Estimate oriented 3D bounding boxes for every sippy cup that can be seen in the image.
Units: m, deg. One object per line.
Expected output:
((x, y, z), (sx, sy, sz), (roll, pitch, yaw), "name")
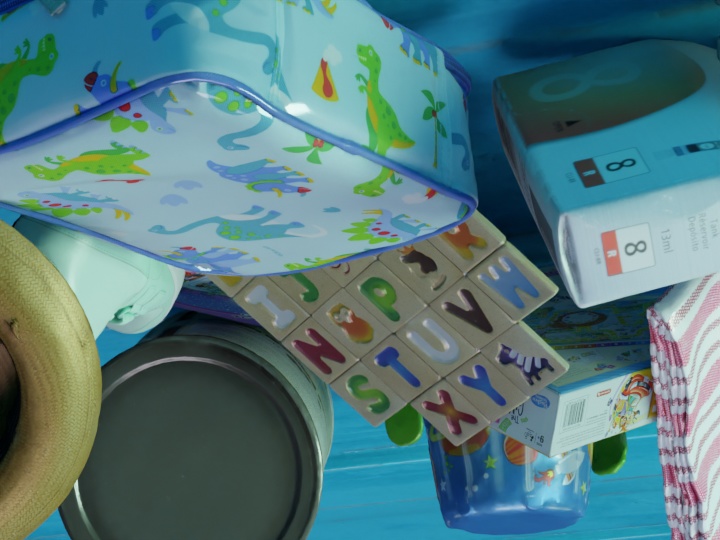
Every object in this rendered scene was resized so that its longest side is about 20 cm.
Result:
((0.099, 0.104, 1.299), (0.176, 0.132, 0.140), (-1, 163, -5), "sippy cup")

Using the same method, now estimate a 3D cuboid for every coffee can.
((-0.090, 0.101, 1.142), (0.145, 0.148, 0.200), (-2, -176, 2), "coffee can")

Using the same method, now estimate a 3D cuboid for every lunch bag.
((-0.061, -0.059, 0.782), (0.160, 0.083, 0.199), (-17, 157, 33), "lunch bag")

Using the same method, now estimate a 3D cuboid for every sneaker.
((-0.141, 0.014, 0.936), (0.073, 0.119, 0.201), (23, 159, 8), "sneaker")

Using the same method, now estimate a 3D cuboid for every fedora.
((-0.205, 0.033, 0.805), (0.198, 0.203, 0.082), (0, -156, -6), "fedora")

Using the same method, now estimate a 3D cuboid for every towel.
((0.212, 0.050, 1.031), (0.030, 0.146, 0.201), (29, 147, 37), "towel")

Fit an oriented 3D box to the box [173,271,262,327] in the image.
((-0.041, -0.008, 1.080), (0.136, 0.040, 0.199), (-18, 156, 41), "box")

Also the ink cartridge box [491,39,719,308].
((0.162, -0.060, 0.796), (0.198, 0.051, 0.162), (-18, -156, 2), "ink cartridge box")

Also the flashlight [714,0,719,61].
((0.238, -0.106, 0.761), (0.198, 0.068, 0.068), (-2, -159, 13), "flashlight")

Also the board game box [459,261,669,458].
((0.115, 0.039, 1.048), (0.199, 0.035, 0.134), (-11, -153, -44), "board game box")

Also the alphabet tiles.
((0.000, 0.000, 0.934), (0.200, 0.006, 0.166), (42, 140, -7), "alphabet tiles")
